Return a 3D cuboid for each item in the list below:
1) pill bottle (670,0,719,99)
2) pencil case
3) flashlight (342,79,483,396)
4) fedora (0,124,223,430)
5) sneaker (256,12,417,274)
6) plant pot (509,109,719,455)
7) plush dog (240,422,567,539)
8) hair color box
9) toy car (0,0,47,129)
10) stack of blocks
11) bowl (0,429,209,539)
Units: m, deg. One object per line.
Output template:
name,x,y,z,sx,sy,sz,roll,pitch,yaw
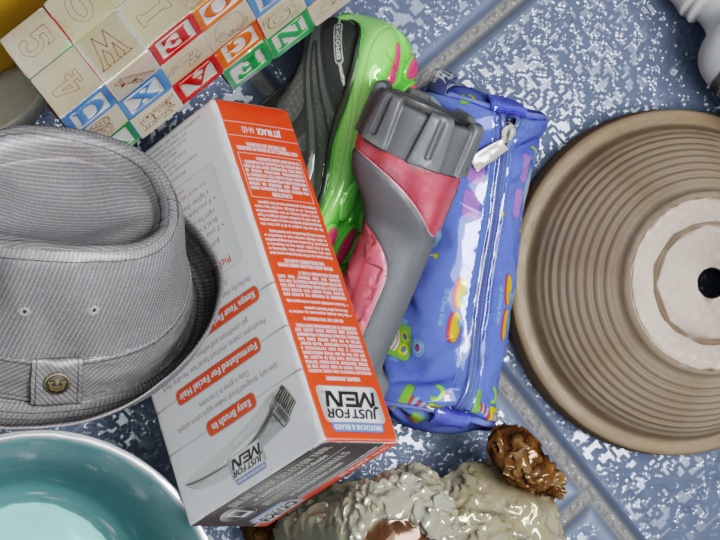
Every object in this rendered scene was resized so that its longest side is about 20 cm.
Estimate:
pill bottle,0.262,-0.113,1.495,0.111,0.111,0.200,-37,80,-8
pencil case,0.055,-0.008,1.479,0.078,0.087,0.201,10,89,-18
flashlight,0.000,0.000,1.429,0.068,0.068,0.201,11,107,-50
fedora,-0.167,-0.010,1.315,0.199,0.091,0.178,4,46,-3
sneaker,-0.035,-0.051,1.479,0.083,0.077,0.201,25,93,26
plant pot,0.186,0.006,1.501,0.199,0.093,0.202,0,89,-10
plush dog,0.035,0.166,1.468,0.171,0.161,0.201,-6,120,-24
hair color box,-0.064,0.024,1.405,0.064,0.111,0.201,6,59,-47
toy car,-0.269,-0.135,1.396,0.199,0.175,0.150,-29,60,-10
stack of blocks,-0.082,-0.143,1.385,0.200,0.115,0.059,-39,72,-3
bowl,-0.178,0.185,1.426,0.199,0.105,0.202,0,89,-11
